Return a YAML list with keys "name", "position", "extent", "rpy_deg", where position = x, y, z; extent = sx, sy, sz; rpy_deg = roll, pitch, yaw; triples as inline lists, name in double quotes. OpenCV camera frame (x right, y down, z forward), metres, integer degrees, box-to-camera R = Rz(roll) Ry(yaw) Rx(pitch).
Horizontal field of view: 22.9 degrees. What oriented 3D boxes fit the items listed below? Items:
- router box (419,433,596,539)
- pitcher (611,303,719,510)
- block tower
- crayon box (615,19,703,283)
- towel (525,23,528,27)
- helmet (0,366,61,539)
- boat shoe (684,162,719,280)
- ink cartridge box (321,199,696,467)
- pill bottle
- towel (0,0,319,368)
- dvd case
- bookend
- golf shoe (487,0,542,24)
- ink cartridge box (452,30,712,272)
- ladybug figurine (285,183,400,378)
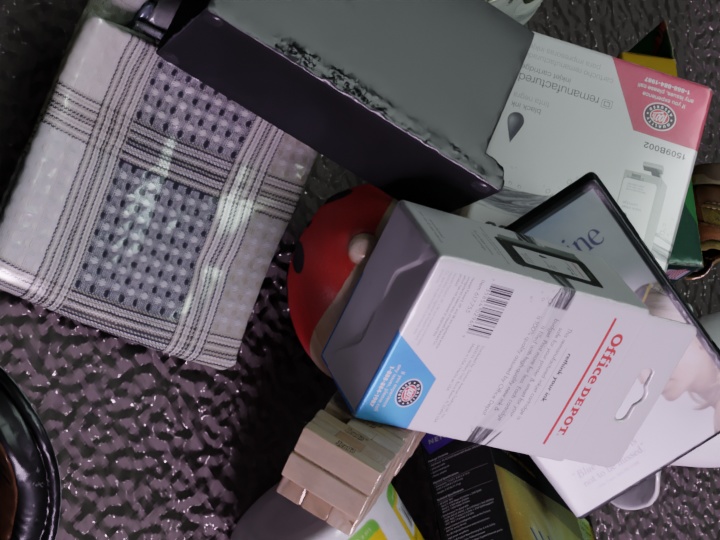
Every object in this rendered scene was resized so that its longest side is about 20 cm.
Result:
- name: "router box"
  position: [0.118, 0.205, 1.218]
  extent: [0.200, 0.052, 0.158]
  rpy_deg: [42, 29, -52]
- name: "pitcher"
  position: [0.259, 0.081, 1.424]
  extent: [0.199, 0.121, 0.173]
  rpy_deg: [-17, 79, -33]
- name: "block tower"
  position: [0.010, 0.094, 1.099]
  extent: [0.058, 0.054, 0.200]
  rpy_deg: [31, 23, 9]
- name: "crayon box"
  position: [0.197, -0.077, 1.358]
  extent: [0.050, 0.127, 0.201]
  rpy_deg: [4, 68, -21]
- name: "towel"
  position: [0.050, -0.195, 1.294]
  extent: [0.199, 0.034, 0.194]
  rpy_deg: [12, 54, -41]
- name: "helmet"
  position: [-0.260, 0.102, 0.855]
  extent: [0.200, 0.190, 0.201]
  rpy_deg: [-41, 146, -36]
- name: "boat shoe"
  position: [0.245, -0.029, 1.384]
  extent: [0.071, 0.200, 0.068]
  rpy_deg: [12, 78, -6]
- name: "ink cartridge box"
  position: [0.091, 0.043, 1.077]
  extent: [0.199, 0.068, 0.116]
  rpy_deg: [15, 115, -31]
- name: "pill bottle"
  position: [0.009, 0.229, 1.145]
  extent: [0.111, 0.111, 0.201]
  rpy_deg: [-45, 113, -39]
- name: "towel"
  position: [-0.114, -0.056, 1.071]
  extent: [0.192, 0.034, 0.201]
  rpy_deg: [24, 88, -35]
- name: "dvd case"
  position: [0.145, 0.052, 1.148]
  extent: [0.200, 0.142, 0.018]
  rpy_deg: [52, 14, -18]
- name: "bookend"
  position: [0.017, -0.170, 1.042]
  extent: [0.198, 0.092, 0.201]
  rpy_deg: [29, 70, -18]
- name: "golf shoe"
  position: [0.060, -0.185, 1.190]
  extent: [0.200, 0.097, 0.079]
  rpy_deg: [-25, 83, -51]
- name: "ink cartridge box"
  position: [0.141, -0.042, 1.211]
  extent: [0.146, 0.083, 0.201]
  rpy_deg: [17, 80, -4]
- name: "ladybug figurine"
  position: [0.000, 0.000, 1.153]
  extent: [0.072, 0.200, 0.136]
  rpy_deg: [32, 78, 9]
